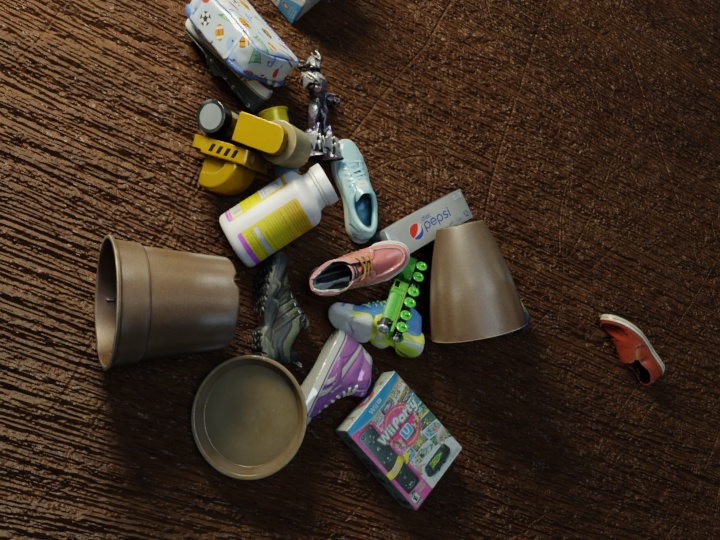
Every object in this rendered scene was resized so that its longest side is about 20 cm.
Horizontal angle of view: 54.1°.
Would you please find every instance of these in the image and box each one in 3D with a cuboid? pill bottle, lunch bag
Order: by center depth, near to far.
[{"bbox_3d":[-0.138,-0.100,1.221,0.198,0.104,0.106,-32,94,-1],"label":"pill bottle"},{"bbox_3d":[-0.203,-0.410,1.241,0.201,0.076,0.159,52,24,14],"label":"lunch bag"}]

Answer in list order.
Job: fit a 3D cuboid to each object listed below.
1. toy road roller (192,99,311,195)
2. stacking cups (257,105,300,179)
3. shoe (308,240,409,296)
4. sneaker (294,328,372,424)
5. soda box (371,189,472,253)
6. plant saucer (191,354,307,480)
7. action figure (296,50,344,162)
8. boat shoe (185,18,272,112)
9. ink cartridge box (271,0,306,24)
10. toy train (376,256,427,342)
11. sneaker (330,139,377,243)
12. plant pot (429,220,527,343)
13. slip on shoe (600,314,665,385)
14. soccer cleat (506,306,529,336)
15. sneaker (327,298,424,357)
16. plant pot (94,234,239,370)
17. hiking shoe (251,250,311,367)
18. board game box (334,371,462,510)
[{"bbox_3d":[-0.196,-0.194,1.214,0.196,0.123,0.149,18,94,16],"label":"toy road roller"},{"bbox_3d":[-0.139,-0.194,1.292,0.059,0.060,0.205,-12,86,-24],"label":"stacking cups"},{"bbox_3d":[0.000,0.000,1.268,0.195,0.091,0.073,-17,94,-2],"label":"shoe"},{"bbox_3d":[-0.045,0.219,1.262,0.114,0.072,0.203,39,70,-17],"label":"sneaker"},{"bbox_3d":[0.121,-0.086,1.382,0.198,0.068,0.065,-30,95,-24],"label":"soda box"},{"bbox_3d":[-0.186,0.246,1.185,0.195,0.029,0.206,0,83,0],"label":"plant saucer"},{"bbox_3d":[-0.077,-0.308,1.313,0.129,0.068,0.206,2,85,-65],"label":"action figure"},{"bbox_3d":[-0.247,-0.371,1.275,0.200,0.069,0.057,43,108,-4],"label":"boat shoe"},{"bbox_3d":[-0.130,-0.611,1.317,0.200,0.146,0.146,47,68,-9],"label":"ink cartridge box"},{"bbox_3d":[0.077,0.049,1.303,0.055,0.042,0.202,22,47,1],"label":"toy train"},{"bbox_3d":[-0.001,-0.158,1.334,0.072,0.082,0.205,-13,86,-25],"label":"sneaker"},{"bbox_3d":[0.204,0.014,1.325,0.183,0.186,0.205,-13,93,-24],"label":"plant pot"},{"bbox_3d":[0.592,0.173,1.543,0.200,0.074,0.061,48,70,-14],"label":"slip on shoe"},{"bbox_3d":[0.274,0.043,1.442,0.202,0.064,0.084,53,37,-3],"label":"soccer cleat"},{"bbox_3d":[0.034,0.086,1.327,0.197,0.076,0.107,27,53,-16],"label":"sneaker"},{"bbox_3d":[-0.306,0.050,1.120,0.194,0.199,0.206,1,81,-30],"label":"plant pot"},{"bbox_3d":[-0.137,0.069,1.253,0.099,0.075,0.206,7,87,-30],"label":"hiking shoe"},{"bbox_3d":[0.071,0.312,1.300,0.201,0.064,0.148,48,67,-8],"label":"board game box"}]
